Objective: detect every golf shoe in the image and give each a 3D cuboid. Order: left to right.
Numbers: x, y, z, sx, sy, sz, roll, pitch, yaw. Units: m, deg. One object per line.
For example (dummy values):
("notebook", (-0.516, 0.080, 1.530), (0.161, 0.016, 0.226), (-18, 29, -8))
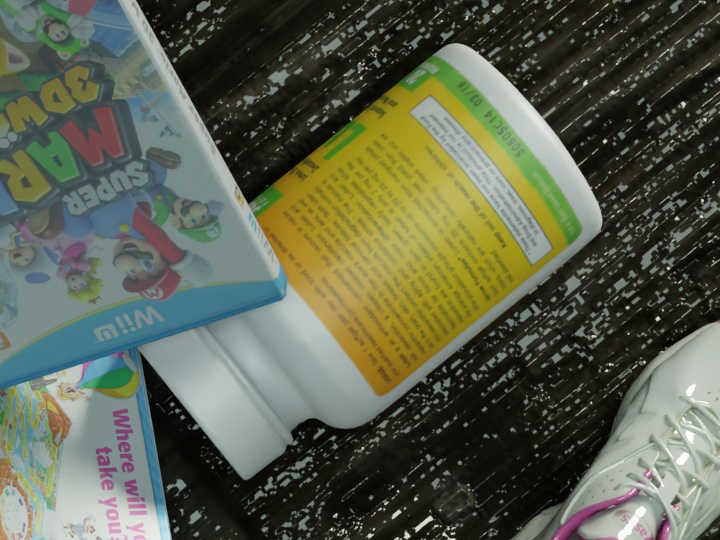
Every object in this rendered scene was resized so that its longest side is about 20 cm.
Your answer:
("golf shoe", (0.136, 0.105, 1.217), (0.075, 0.092, 0.200), (39, 85, -4))

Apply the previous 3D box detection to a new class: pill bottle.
("pill bottle", (0.000, 0.000, 1.190), (0.200, 0.111, 0.111), (-39, 94, -5))

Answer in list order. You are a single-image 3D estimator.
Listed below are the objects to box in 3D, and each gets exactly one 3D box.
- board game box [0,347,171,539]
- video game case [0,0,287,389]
("board game box", (-0.150, 0.118, 1.148), (0.134, 0.034, 0.200), (1, 60, -23))
("video game case", (-0.135, -0.046, 1.091), (0.143, 0.018, 0.200), (-18, 124, 15))
